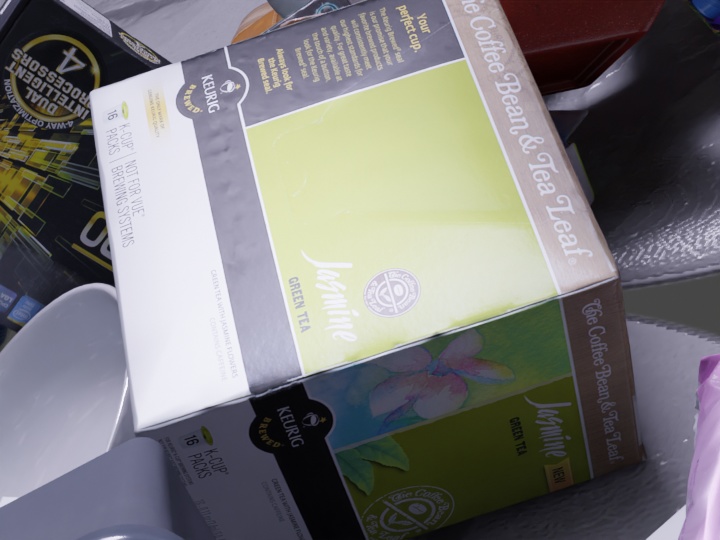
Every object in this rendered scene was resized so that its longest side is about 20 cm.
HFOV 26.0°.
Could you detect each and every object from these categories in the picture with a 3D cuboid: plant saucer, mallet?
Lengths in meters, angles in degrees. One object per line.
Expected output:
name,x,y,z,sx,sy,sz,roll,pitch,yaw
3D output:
plant saucer,0.058,-0.113,0.826,0.197,0.037,0.200,-11,-3,-3
mallet,-0.245,0.110,0.916,0.066,0.041,0.199,-46,28,-24

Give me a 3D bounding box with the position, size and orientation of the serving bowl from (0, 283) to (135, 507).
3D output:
serving bowl,-0.146,0.109,0.756,0.200,0.066,0.201,-37,36,32

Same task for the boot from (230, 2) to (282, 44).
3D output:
boot,-0.014,-0.182,1.128,0.198,0.077,0.156,-25,28,12

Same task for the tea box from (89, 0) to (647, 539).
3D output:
tea box,0.000,0.000,0.684,0.195,0.134,0.201,-18,48,2

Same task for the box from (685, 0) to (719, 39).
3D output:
box,0.254,-0.151,0.656,0.192,0.200,0.122,-35,20,34

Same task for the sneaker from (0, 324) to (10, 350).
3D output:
sneaker,-0.232,-0.008,0.998,0.200,0.075,0.088,-51,5,35

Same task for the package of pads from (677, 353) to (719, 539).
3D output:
package of pads,0.182,0.096,0.437,0.198,0.076,0.121,7,55,21

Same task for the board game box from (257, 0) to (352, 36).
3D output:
board game box,-0.092,-0.088,0.930,0.199,0.028,0.135,-35,-2,-9

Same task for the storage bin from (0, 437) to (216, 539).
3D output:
storage bin,-0.077,0.165,0.525,0.144,0.201,0.134,-27,17,2

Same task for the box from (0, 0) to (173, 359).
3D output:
box,-0.136,-0.036,0.825,0.162,0.199,0.049,-50,25,12

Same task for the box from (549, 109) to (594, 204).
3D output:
box,0.036,-0.010,0.838,0.121,0.048,0.200,4,42,44

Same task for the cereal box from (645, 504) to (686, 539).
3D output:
cereal box,0.185,0.100,0.536,0.199,0.040,0.144,-38,31,-17

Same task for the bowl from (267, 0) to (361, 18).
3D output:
bowl,0.048,-0.188,1.025,0.199,0.075,0.199,27,43,37
